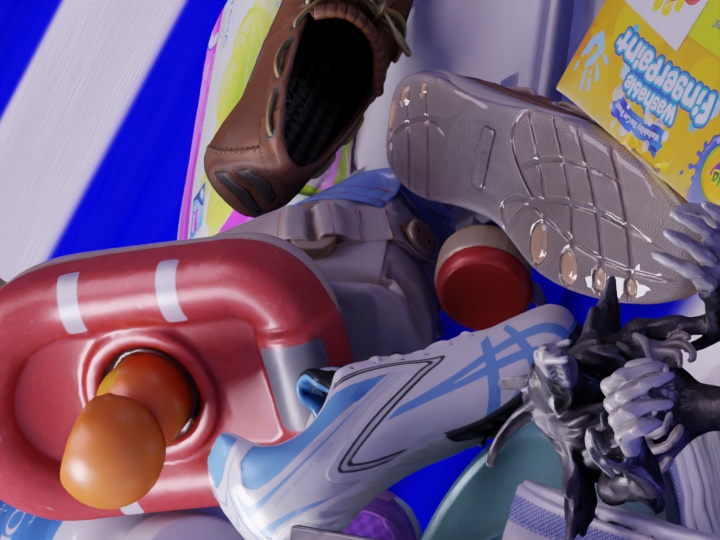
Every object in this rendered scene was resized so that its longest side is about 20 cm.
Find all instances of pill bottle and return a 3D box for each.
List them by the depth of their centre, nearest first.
[{"bbox_3d":[-0.124,0.159,1.325,0.200,0.112,0.113,-2,67,60],"label":"pill bottle"}]

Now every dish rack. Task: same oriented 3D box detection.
[{"bbox_3d":[0.055,-0.101,1.351,0.200,0.043,0.173,-30,45,53],"label":"dish rack"}]

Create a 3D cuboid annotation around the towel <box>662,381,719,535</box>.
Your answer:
[{"bbox_3d":[0.093,0.152,1.099,0.200,0.024,0.148,-48,31,35],"label":"towel"}]

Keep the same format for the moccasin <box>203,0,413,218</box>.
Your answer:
[{"bbox_3d":[-0.014,-0.115,1.330,0.077,0.074,0.202,-23,25,45],"label":"moccasin"}]

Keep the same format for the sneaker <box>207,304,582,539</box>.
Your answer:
[{"bbox_3d":[0.020,0.059,1.151,0.073,0.199,0.072,55,150,10],"label":"sneaker"}]

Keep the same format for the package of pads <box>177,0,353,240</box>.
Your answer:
[{"bbox_3d":[-0.050,-0.096,1.486,0.155,0.068,0.201,128,153,-57],"label":"package of pads"}]

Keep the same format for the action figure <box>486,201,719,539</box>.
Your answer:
[{"bbox_3d":[0.128,0.035,0.958,0.199,0.102,0.120,-5,51,26],"label":"action figure"}]

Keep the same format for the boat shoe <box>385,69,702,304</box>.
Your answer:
[{"bbox_3d":[0.096,-0.044,1.186,0.200,0.071,0.076,36,118,42],"label":"boat shoe"}]

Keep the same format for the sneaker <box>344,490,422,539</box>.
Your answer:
[{"bbox_3d":[-0.023,0.199,1.197,0.088,0.080,0.201,-94,25,-80],"label":"sneaker"}]

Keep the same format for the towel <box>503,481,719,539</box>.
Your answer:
[{"bbox_3d":[0.090,0.191,0.988,0.146,0.024,0.202,16,87,40],"label":"towel"}]

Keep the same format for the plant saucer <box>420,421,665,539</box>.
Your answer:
[{"bbox_3d":[0.062,0.147,1.110,0.200,0.027,0.201,-49,29,39],"label":"plant saucer"}]

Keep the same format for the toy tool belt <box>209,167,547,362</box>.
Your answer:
[{"bbox_3d":[0.000,0.000,1.278,0.199,0.125,0.123,-21,30,24],"label":"toy tool belt"}]

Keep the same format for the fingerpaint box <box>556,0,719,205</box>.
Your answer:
[{"bbox_3d":[0.184,-0.102,1.070,0.168,0.073,0.200,-61,26,11],"label":"fingerpaint box"}]

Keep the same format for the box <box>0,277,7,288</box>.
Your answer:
[{"bbox_3d":[-0.181,0.112,1.463,0.021,0.200,0.165,-4,62,33],"label":"box"}]

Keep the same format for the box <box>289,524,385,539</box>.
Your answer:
[{"bbox_3d":[0.044,0.190,0.974,0.199,0.044,0.162,4,81,41],"label":"box"}]

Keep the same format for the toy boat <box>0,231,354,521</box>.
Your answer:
[{"bbox_3d":[-0.104,0.065,1.191,0.198,0.131,0.131,-8,21,22],"label":"toy boat"}]
